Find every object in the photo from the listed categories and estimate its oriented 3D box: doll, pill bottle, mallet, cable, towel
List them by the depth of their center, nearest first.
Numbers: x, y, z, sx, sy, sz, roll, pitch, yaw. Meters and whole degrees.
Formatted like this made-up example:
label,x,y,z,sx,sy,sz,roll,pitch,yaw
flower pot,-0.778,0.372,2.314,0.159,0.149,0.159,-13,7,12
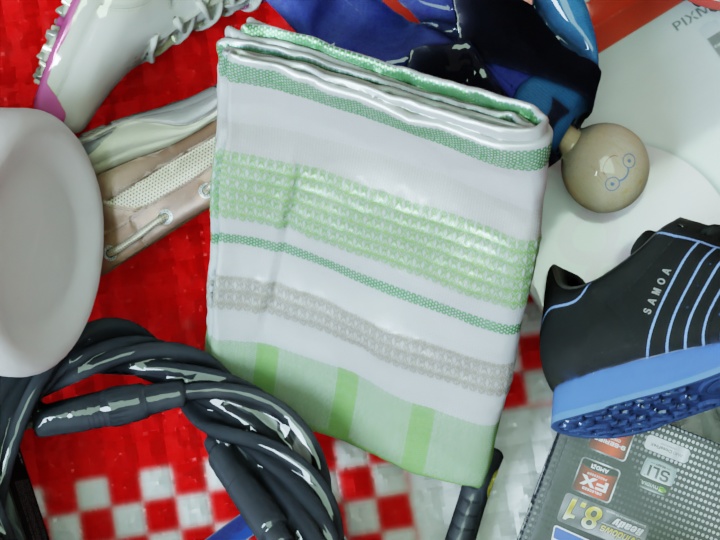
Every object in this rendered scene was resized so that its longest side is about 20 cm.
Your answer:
label,x,y,z,sx,sy,sz,roll,pitch,yaw
towel,0.000,0.000,0.949,0.148,0.031,0.201,19,129,15
doll,0.041,-0.088,0.954,0.199,0.048,0.137,34,80,-14
cable,-0.090,0.113,0.963,0.199,0.051,0.164,27,63,9
pill bottle,-0.224,-0.015,0.970,0.198,0.114,0.116,2,87,23
mallet,0.027,0.175,0.991,0.041,0.066,0.202,15,87,12

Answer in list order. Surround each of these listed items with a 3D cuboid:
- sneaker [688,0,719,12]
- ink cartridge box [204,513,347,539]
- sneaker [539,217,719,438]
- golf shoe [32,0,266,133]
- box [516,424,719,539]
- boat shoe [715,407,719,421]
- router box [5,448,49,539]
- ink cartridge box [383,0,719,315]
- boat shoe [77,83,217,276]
label,x,y,z,sx,sy,sz,roll,pitch,yaw
sneaker,0.099,-0.178,0.981,0.198,0.093,0.071,19,78,14
ink cartridge box,-0.021,0.184,0.966,0.099,0.039,0.200,-37,59,0
sneaker,0.161,0.011,0.919,0.199,0.070,0.079,-16,67,28
golf shoe,-0.076,-0.140,1.004,0.091,0.075,0.201,32,80,-6
box,0.160,0.164,0.996,0.198,0.044,0.162,22,87,4
boat shoe,0.221,0.002,0.964,0.063,0.201,0.071,-2,43,-32
router box,-0.208,0.184,1.008,0.156,0.052,0.202,-18,86,2
ink cartridge box,0.116,-0.080,1.012,0.162,0.057,0.201,-31,91,1
boat shoe,-0.050,-0.054,1.009,0.198,0.076,0.072,-21,92,9
